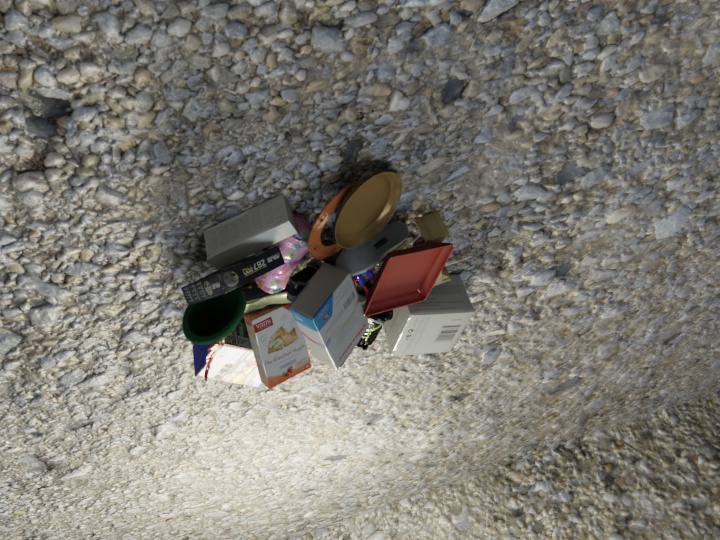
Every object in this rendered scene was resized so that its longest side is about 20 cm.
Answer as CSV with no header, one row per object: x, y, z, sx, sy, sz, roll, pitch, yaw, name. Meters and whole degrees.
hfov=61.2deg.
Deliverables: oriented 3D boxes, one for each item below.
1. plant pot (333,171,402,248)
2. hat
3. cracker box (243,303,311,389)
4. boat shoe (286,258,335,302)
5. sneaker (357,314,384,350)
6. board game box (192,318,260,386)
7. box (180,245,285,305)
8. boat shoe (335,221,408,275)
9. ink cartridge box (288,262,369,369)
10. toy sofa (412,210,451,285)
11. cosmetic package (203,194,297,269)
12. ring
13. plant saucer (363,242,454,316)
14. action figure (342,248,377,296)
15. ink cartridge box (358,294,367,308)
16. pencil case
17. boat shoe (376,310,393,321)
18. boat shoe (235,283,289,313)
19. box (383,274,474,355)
0.012,-0.138,1.344,0.199,0.027,0.202,-36,152,-22,plant pot
-0.326,0.147,1.492,0.196,0.168,0.177,-10,142,19,hat
-0.211,0.184,1.570,0.132,0.057,0.204,-24,115,-29,cracker box
-0.106,0.009,1.449,0.198,0.073,0.069,-28,134,-47,boat shoe
0.019,0.171,1.652,0.071,0.084,0.201,21,161,9,sneaker
-0.326,0.219,1.640,0.198,0.098,0.159,19,130,-38,board game box
-0.279,0.012,1.322,0.160,0.050,0.198,-26,-173,-40,box
0.028,-0.044,1.456,0.198,0.074,0.068,-38,162,-14,boat shoe
-0.068,0.109,1.415,0.145,0.084,0.202,-51,142,-27,ink cartridge box
0.168,-0.045,1.529,0.096,0.084,0.201,-19,143,-4,toy sofa
-0.239,-0.082,1.319,0.197,0.084,0.051,-23,142,8,cosmetic package
-0.047,-0.112,1.347,0.200,0.019,0.202,-41,155,-23,ring
0.107,0.013,1.443,0.197,0.037,0.201,-12,142,-33,plant saucer
0.000,0.000,1.542,0.065,0.052,0.200,-37,138,1,action figure
-0.041,0.121,1.647,0.161,0.047,0.199,-52,162,28,ink cartridge box
-0.172,-0.035,1.402,0.086,0.089,0.201,11,134,-33,pencil case
0.062,0.106,1.648,0.070,0.066,0.201,-36,163,-22,boat shoe
-0.216,0.052,1.503,0.197,0.064,0.074,-12,157,-1,boat shoe
0.182,0.125,1.705,0.196,0.132,0.201,-2,140,-19,box
